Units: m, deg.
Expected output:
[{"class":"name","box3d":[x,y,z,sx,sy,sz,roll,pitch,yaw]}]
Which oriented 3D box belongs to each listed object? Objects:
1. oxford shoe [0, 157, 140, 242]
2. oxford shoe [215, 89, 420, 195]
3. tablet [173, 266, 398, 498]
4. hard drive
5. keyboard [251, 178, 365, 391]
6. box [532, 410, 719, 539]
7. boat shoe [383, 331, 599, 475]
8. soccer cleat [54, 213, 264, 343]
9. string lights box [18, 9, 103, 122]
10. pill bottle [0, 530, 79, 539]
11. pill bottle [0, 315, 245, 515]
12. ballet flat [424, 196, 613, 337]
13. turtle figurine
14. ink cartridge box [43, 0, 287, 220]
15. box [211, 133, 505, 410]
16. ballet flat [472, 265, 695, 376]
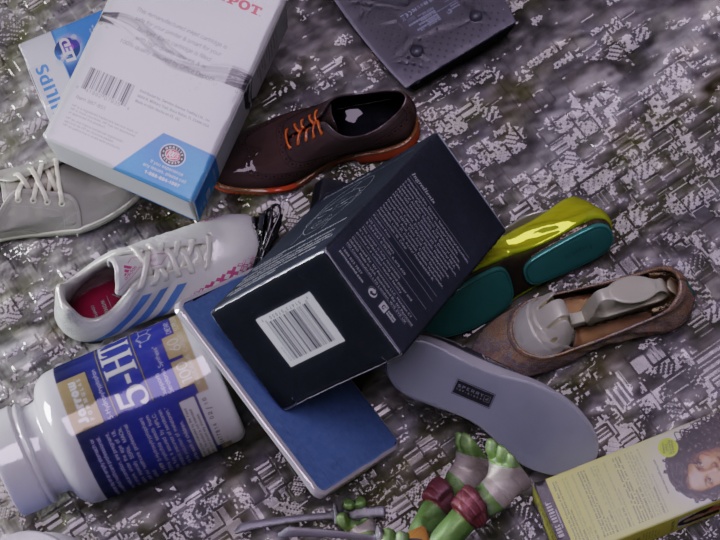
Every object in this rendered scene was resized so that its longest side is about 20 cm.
[{"class":"oxford shoe","box3d":[-0.287,-0.069,1.810,0.199,0.058,0.076,-13,65,-2]},{"class":"oxford shoe","box3d":[-0.047,-0.124,1.800,0.199,0.073,0.072,-18,68,-2]},{"class":"tablet","box3d":[-0.060,0.090,1.676,0.200,0.130,0.014,53,125,8]},{"class":"hard drive","box3d":[0.041,-0.266,1.866,0.134,0.042,0.200,-31,69,-8]},{"class":"keyboard","box3d":[-0.043,0.012,1.758,0.126,0.021,0.201,13,68,-7]},{"class":"box","box3d":[0.247,0.179,1.665,0.199,0.050,0.076,-22,68,-3]},{"class":"boat shoe","box3d":[0.109,0.107,1.695,0.199,0.066,0.070,24,104,-6]},{"class":"soccer cleat","box3d":[-0.175,0.003,1.754,0.199,0.086,0.070,-27,68,-6]},{"class":"string lights box","box3d":[-0.201,-0.194,1.850,0.199,0.059,0.103,-23,68,-4]},{"class":"pill bottle","box3d":[-0.242,0.272,1.590,0.111,0.200,0.113,-2,68,5]},{"class":"pill bottle","box3d":[-0.209,0.125,1.690,0.199,0.120,0.120,-24,68,-5]},{"class":"ballet flat","box3d":[0.125,-0.007,1.751,0.199,0.067,0.067,-27,47,-9]},{"class":"turtle figurine","box3d":[0.027,0.198,1.628,0.200,0.144,0.194,42,73,15]},{"class":"ink cartridge box","box3d":[-0.167,-0.168,1.765,0.144,0.084,0.201,23,80,5]},{"class":"box","box3d":[0.000,0.000,1.651,0.107,0.148,0.200,53,43,-10]},{"class":"ballet flat","box3d":[0.189,0.037,1.718,0.199,0.067,0.068,-19,67,-2]}]
